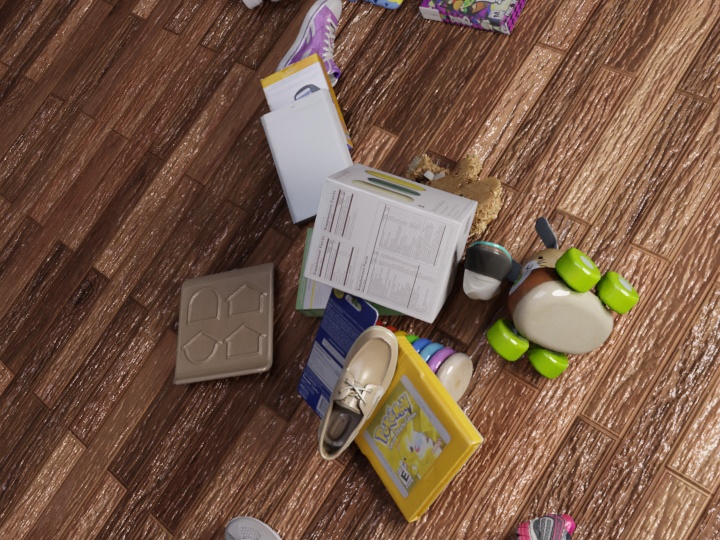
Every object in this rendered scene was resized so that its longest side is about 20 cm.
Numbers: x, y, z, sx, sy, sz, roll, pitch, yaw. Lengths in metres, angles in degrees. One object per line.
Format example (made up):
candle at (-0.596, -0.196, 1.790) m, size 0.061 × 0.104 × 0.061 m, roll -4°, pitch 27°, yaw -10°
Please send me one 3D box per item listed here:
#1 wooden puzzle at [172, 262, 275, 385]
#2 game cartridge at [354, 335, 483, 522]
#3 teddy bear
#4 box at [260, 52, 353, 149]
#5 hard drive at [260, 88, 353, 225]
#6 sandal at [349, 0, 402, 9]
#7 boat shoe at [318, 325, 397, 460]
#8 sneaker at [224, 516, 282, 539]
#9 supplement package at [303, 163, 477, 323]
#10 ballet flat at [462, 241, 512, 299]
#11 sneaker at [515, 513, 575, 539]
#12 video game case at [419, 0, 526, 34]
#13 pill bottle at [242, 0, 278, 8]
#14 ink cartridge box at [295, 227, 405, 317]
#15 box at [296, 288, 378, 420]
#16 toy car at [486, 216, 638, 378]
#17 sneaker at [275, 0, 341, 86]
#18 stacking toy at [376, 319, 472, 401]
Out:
wooden puzzle at (-0.225, 0.093, 1.265) m, size 0.183 × 0.046 × 0.202 m, roll -10°, pitch 61°, yaw 19°
game cartridge at (0.061, 0.218, 1.045) m, size 0.200 × 0.032 × 0.177 m, roll 51°, pitch 124°, yaw 31°
teddy bear at (0.140, -0.120, 1.190) m, size 0.198 × 0.067 × 0.146 m, roll 4°, pitch 61°, yaw 32°
box at (-0.093, -0.271, 1.334) m, size 0.118 × 0.041 × 0.202 m, roll -21°, pitch 83°, yaw 14°
hard drive at (-0.085, -0.197, 1.294) m, size 0.130 × 0.026 × 0.202 m, roll -20°, pitch 82°, yaw 14°
sandal at (-0.006, -0.550, 1.420) m, size 0.199 × 0.087 × 0.080 m, roll 32°, pitch 60°, yaw 12°
boat shoe at (-0.006, 0.172, 1.025) m, size 0.072 × 0.065 × 0.202 m, roll 27°, pitch 107°, yaw 0°
sneaker at (-0.136, 0.432, 1.058) m, size 0.075 × 0.082 × 0.200 m, roll -44°, pitch 59°, yaw 0°
supplement package at (0.046, -0.047, 1.082) m, size 0.198 × 0.152 × 0.152 m, roll 19°, pitch 110°, yaw 12°
ballet flat at (0.174, 0.007, 1.046) m, size 0.067 × 0.200 × 0.069 m, roll 16°, pitch 87°, yaw 9°
sneaker at (0.256, 0.398, 0.905) m, size 0.074 × 0.081 × 0.202 m, roll -23°, pitch 61°, yaw 10°
video game case at (0.226, -0.526, 1.331) m, size 0.180 × 0.036 × 0.202 m, roll 23°, pitch 79°, yaw 31°
pill bottle at (-0.157, -0.611, 1.488) m, size 0.198 × 0.111 × 0.112 m, roll -26°, pitch 61°, yaw 11°
ink cartridge box at (0.000, 0.000, 1.203) m, size 0.197 × 0.048 × 0.147 m, roll -3°, pitch 67°, yaw 25°
box at (-0.027, 0.124, 1.105) m, size 0.121 × 0.032 × 0.202 m, roll 39°, pitch 117°, yaw 47°
toy car at (0.254, 0.014, 1.038) m, size 0.165 × 0.157 × 0.201 m, roll -50°, pitch 33°, yaw 26°
sneaker at (-0.065, -0.412, 1.395) m, size 0.114 × 0.073 × 0.202 m, roll 29°, pitch 92°, yaw 26°
stacking toy at (0.065, 0.122, 1.106) m, size 0.199 × 0.085 × 0.086 m, roll 27°, pitch 81°, yaw 34°
